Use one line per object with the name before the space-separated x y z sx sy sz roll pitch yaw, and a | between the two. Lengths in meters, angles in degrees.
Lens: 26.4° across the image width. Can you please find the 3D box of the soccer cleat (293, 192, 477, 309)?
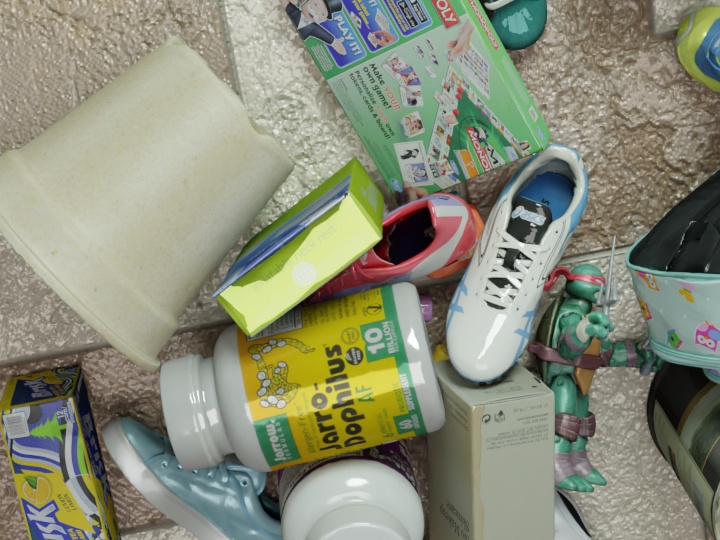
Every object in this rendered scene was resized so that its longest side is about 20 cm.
soccer cleat | 0.000 0.000 1.184 0.199 0.076 0.067 -30 70 23

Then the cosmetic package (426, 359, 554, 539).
cosmetic package | 0.101 0.177 1.203 0.072 0.103 0.203 -6 106 -17

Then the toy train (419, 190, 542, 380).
toy train | 0.074 0.048 1.236 0.149 0.056 0.202 -22 108 4

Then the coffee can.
coffee can | 0.321 0.145 1.209 0.144 0.200 0.148 -1 109 -4

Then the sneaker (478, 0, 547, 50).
sneaker | 0.085 -0.249 1.125 0.071 0.080 0.202 -25 108 5

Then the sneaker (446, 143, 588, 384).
sneaker | 0.116 -0.009 1.168 0.071 0.073 0.202 19 69 17

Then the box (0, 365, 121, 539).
box | -0.239 0.186 1.251 0.063 0.070 0.203 -10 109 -2

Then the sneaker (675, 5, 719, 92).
sneaker | 0.334 -0.133 1.168 0.198 0.105 0.076 21 106 -10

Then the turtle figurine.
turtle figurine | 0.185 0.072 1.232 0.149 0.100 0.203 7 95 -52

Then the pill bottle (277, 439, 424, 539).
pill bottle | -0.008 0.180 1.194 0.111 0.200 0.114 -2 113 -5

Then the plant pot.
plant pot | -0.156 -0.063 1.126 0.183 0.200 0.201 -44 106 -1

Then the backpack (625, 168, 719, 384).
backpack | 0.302 0.005 1.145 0.199 0.175 0.155 -26 112 -38

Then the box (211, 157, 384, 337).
box | -0.041 -0.019 1.128 0.121 0.200 0.048 -37 98 8

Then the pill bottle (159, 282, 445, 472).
pill bottle | -0.043 0.085 1.140 0.197 0.113 0.114 -13 109 3

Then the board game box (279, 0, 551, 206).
board game box | 0.039 -0.156 1.151 0.133 0.029 0.201 -20 111 31

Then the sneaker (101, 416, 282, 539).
sneaker | -0.122 0.171 1.260 0.082 0.074 0.200 -45 114 3

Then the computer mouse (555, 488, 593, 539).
computer mouse | 0.187 0.274 1.325 0.109 0.044 0.201 -33 107 8
